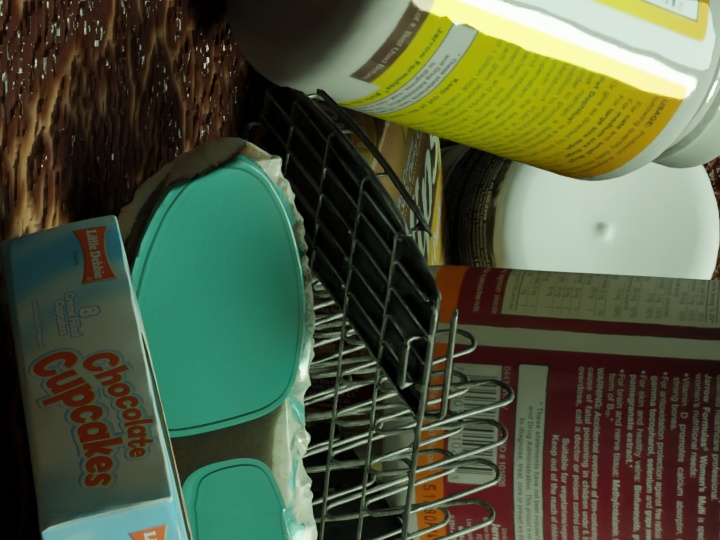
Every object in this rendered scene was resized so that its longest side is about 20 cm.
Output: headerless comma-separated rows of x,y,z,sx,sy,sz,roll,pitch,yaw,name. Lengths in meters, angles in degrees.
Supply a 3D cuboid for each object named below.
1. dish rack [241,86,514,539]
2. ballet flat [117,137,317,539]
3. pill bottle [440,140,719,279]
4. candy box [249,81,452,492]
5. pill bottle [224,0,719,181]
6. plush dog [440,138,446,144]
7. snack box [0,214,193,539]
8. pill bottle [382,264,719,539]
0.002,0.042,0.821,0.154,0.054,0.201,-128,-145,-47,dish rack
-0.052,0.044,0.782,0.072,0.071,0.201,-64,156,-61,ballet flat
0.077,-0.016,1.115,0.200,0.105,0.107,179,-86,-74,pill bottle
0.000,0.000,0.992,0.116,0.055,0.201,-75,164,-45,candy box
0.056,-0.097,0.893,0.199,0.109,0.110,15,74,-37,pill bottle
0.099,-0.150,1.268,0.172,0.159,0.201,-111,-168,-55,plush dog
-0.060,0.099,0.685,0.117,0.037,0.201,-109,-172,-50,snack box
0.112,0.057,0.918,0.110,0.198,0.111,3,90,-81,pill bottle
